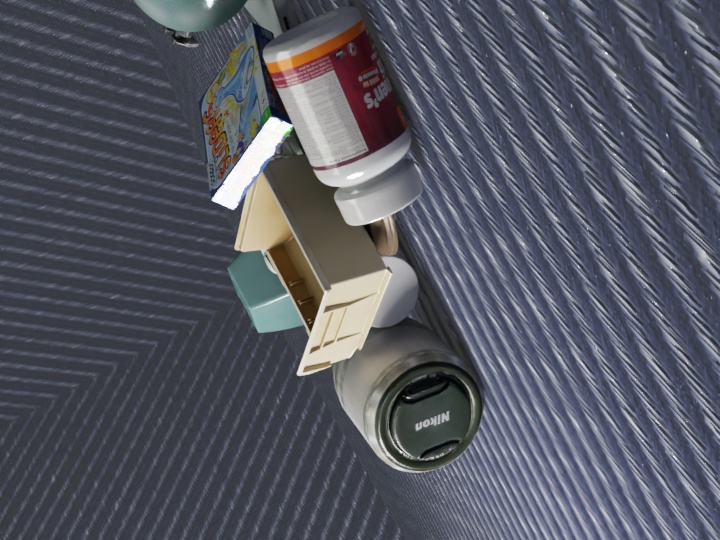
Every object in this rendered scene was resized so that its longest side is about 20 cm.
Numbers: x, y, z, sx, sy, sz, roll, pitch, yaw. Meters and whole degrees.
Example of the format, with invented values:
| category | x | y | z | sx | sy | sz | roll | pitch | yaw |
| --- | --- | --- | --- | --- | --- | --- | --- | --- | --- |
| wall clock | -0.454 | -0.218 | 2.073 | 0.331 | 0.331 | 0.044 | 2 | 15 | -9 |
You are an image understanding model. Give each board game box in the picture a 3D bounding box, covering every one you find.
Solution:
| category | x | y | z | sx | sy | sz | roll | pitch | yaw |
| --- | --- | --- | --- | --- | --- | --- | --- | --- | --- |
| board game box | -0.140 | -0.187 | 1.413 | 0.034 | 0.136 | 0.201 | 21 | -147 | -29 |

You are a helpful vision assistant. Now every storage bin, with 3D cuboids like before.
| category | x | y | z | sx | sy | sz | roll | pitch | yaw |
| --- | --- | --- | --- | --- | --- | --- | --- | --- | --- |
| storage bin | -0.065 | -0.010 | 1.442 | 0.201 | 0.093 | 0.199 | 60 | 151 | 26 |

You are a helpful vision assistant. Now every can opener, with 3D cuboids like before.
| category | x | y | z | sx | sy | sz | roll | pitch | yaw |
| --- | --- | --- | --- | --- | --- | --- | --- | --- | --- |
| can opener | -0.398 | -0.543 | 2.551 | 0.201 | 0.053 | 0.067 | 55 | 136 | 44 |

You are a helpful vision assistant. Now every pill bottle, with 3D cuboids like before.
| category | x | y | z | sx | sy | sz | roll | pitch | yaw |
| --- | --- | --- | --- | --- | --- | --- | --- | --- | --- |
| pill bottle | 0.000 | 0.000 | 1.574 | 0.115 | 0.113 | 0.200 | 66 | 171 | -23 |
| pill bottle | -0.013 | -0.156 | 1.209 | 0.202 | 0.109 | 0.110 | 65 | 171 | -18 |

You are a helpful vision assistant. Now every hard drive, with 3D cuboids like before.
| category | x | y | z | sx | sy | sz | roll | pitch | yaw |
| --- | --- | --- | --- | --- | --- | --- | --- | --- | --- |
| hard drive | -0.131 | -0.367 | 1.547 | 0.200 | 0.026 | 0.133 | 54 | 167 | 45 |

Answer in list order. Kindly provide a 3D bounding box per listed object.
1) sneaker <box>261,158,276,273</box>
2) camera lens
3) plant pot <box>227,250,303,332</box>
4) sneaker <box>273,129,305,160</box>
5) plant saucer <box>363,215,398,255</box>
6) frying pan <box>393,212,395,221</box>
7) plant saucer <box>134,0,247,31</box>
| category | x | y | z | sx | sy | sz | roll | pitch | yaw |
| --- | --- | --- | --- | --- | --- | --- | --- | --- | --- |
| sneaker | -0.090 | -0.088 | 1.638 | 0.081 | 0.075 | 0.202 | 26 | -120 | -44 |
| camera lens | 0.059 | 0.156 | 1.538 | 0.161 | 0.159 | 0.200 | 66 | 170 | -23 |
| plant pot | -0.101 | 0.002 | 1.880 | 0.142 | 0.198 | 0.142 | 58 | 169 | 26 |
| sneaker | -0.077 | -0.180 | 1.537 | 0.074 | 0.087 | 0.201 | 11 | 138 | 29 |
| plant saucer | -0.009 | -0.107 | 1.423 | 0.201 | 0.029 | 0.201 | 90 | 154 | -66 |
| frying pan | 0.018 | -0.079 | 1.498 | 0.191 | 0.031 | 0.116 | 77 | 167 | -62 |
| plant saucer | -0.220 | -0.394 | 1.450 | 0.203 | 0.199 | 0.039 | 64 | -157 | -7 |
